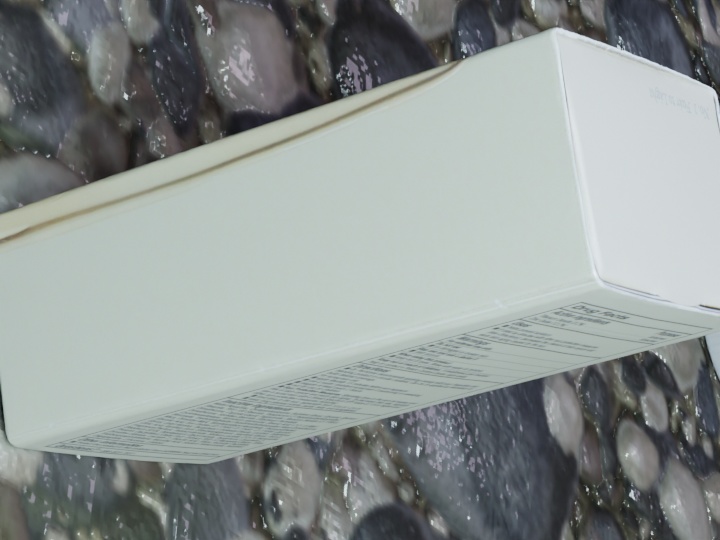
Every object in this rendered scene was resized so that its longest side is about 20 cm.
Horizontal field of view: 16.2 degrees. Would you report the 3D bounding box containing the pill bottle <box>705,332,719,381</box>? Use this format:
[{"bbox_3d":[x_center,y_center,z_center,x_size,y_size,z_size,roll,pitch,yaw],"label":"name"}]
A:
[{"bbox_3d":[0.266,0.007,1.167,0.109,0.199,0.110,33,49,-49],"label":"pill bottle"}]

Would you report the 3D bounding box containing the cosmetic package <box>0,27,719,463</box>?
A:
[{"bbox_3d":[0.000,0.000,0.727,0.103,0.199,0.074,12,65,-57],"label":"cosmetic package"}]
